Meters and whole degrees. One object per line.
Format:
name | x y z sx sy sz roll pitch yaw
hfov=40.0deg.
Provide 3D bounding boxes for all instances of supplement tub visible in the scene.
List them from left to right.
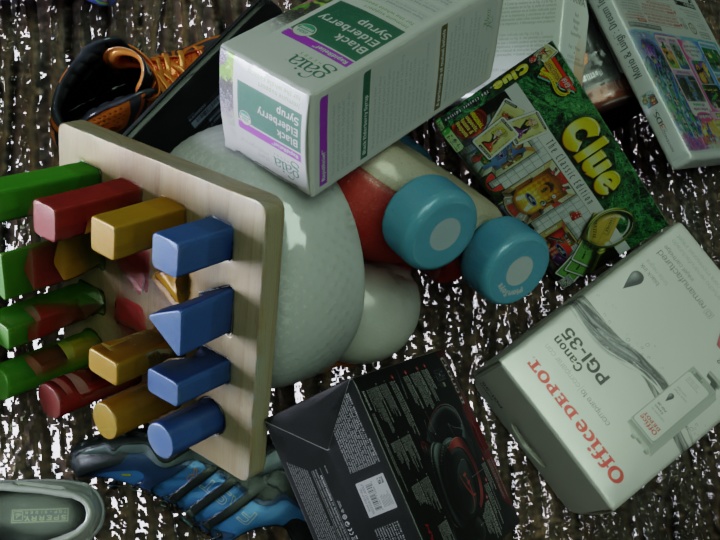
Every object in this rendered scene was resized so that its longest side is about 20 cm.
supplement tub | 0.163 -0.211 0.855 0.107 0.107 0.200 -20 79 -13

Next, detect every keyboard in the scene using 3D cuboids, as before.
keyboard | -0.116 -0.114 0.791 0.021 0.127 0.200 32 73 36

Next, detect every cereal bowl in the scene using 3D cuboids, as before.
cereal bowl | -0.094 -0.005 0.707 0.083 0.200 0.200 -19 77 -42

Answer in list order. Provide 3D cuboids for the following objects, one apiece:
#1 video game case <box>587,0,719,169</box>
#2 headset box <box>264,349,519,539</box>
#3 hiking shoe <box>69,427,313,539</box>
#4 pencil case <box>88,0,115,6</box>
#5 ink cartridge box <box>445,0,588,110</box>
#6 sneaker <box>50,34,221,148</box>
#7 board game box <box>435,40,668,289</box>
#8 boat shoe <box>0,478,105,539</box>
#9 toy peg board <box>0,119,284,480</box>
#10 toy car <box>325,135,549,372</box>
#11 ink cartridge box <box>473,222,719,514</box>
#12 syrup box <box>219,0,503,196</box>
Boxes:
video game case | 0.273 -0.174 0.846 0.200 0.024 0.182 -11 74 -50
headset box | 0.034 0.144 0.708 0.075 0.200 0.149 -27 82 22
hiking shoe | -0.118 0.163 0.732 0.200 0.074 0.087 5 83 -2
pencil case | -0.296 -0.254 0.810 0.200 0.078 0.087 -4 47 -9
ink cartridge box | 0.107 -0.232 0.809 0.162 0.050 0.200 7 91 38
sneaker | -0.151 -0.149 0.787 0.200 0.112 0.078 -31 82 -15
board game box | 0.155 -0.075 0.778 0.105 0.023 0.200 -35 125 13
boat shoe | -0.287 0.178 0.706 0.200 0.065 0.074 -9 77 -11
toy peg board | -0.161 0.028 0.647 0.199 0.200 0.098 23 30 33
toy car | 0.000 0.000 0.752 0.200 0.177 0.184 -57 45 11
ink cartridge box | 0.216 0.080 0.798 0.200 0.083 0.147 -35 83 -16
syrup box | 0.005 -0.139 0.663 0.079 0.081 0.200 32 49 27
